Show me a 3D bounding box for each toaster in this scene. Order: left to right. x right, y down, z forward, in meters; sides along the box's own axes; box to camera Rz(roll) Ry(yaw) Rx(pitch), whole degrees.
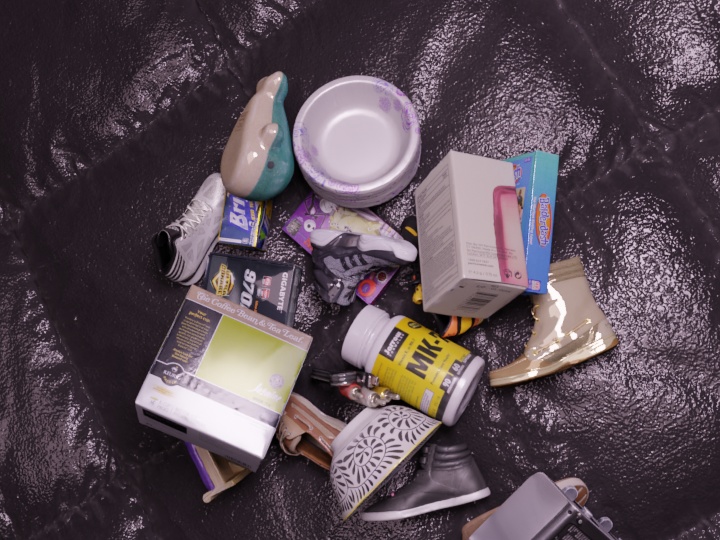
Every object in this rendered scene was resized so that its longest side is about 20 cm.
[{"bbox_3d":[0.263,0.408,1.219,0.181,0.119,0.200,41,96,-20],"label":"toaster"}]

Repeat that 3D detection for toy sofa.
[{"bbox_3d":[-0.264,0.265,1.417,0.097,0.083,0.201,-29,87,18],"label":"toy sofa"}]

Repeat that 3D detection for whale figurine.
[{"bbox_3d":[-0.145,-0.204,1.384,0.103,0.159,0.202,19,82,-26],"label":"whale figurine"}]

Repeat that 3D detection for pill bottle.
[{"bbox_3d":[0.078,0.140,1.343,0.199,0.114,0.115,27,91,16],"label":"pill bottle"}]

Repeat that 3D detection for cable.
[{"bbox_3d":[-0.033,0.175,1.335,0.199,0.096,0.051,-5,77,55],"label":"cable"}]

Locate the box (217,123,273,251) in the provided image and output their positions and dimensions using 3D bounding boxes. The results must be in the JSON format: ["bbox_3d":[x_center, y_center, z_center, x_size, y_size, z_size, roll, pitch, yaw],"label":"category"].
[{"bbox_3d":[-0.182,-0.137,1.472,0.069,0.064,0.202,7,85,12],"label":"box"}]

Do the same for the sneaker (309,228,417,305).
[{"bbox_3d":[0.000,0.000,1.364,0.199,0.075,0.115,9,94,39],"label":"sneaker"}]

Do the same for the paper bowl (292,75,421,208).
[{"bbox_3d":[-0.003,-0.196,1.399,0.198,0.104,0.203,-2,72,7],"label":"paper bowl"}]

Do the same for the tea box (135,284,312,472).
[{"bbox_3d":[-0.201,0.162,1.314,0.198,0.134,0.198,24,67,-2],"label":"tea box"}]

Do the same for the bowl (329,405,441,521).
[{"bbox_3d":[0.017,0.262,1.298,0.094,0.201,0.201,44,96,13],"label":"bowl"}]

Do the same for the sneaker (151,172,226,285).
[{"bbox_3d":[-0.276,-0.075,1.465,0.075,0.115,0.202,22,89,17],"label":"sneaker"}]

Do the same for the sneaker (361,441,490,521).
[{"bbox_3d":[0.089,0.318,1.345,0.198,0.071,0.100,-17,77,7],"label":"sneaker"}]

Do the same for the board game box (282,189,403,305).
[{"bbox_3d":[-0.019,-0.051,1.439,0.200,0.032,0.120,40,99,16],"label":"board game box"}]

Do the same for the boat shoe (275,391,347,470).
[{"bbox_3d":[-0.098,0.249,1.387,0.198,0.072,0.076,22,130,17],"label":"boat shoe"}]

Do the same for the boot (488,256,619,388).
[{"bbox_3d":[0.264,0.079,1.320,0.198,0.073,0.157,-23,78,10],"label":"boot"}]

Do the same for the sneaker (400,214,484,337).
[{"bbox_3d":[0.106,0.008,1.341,0.089,0.070,0.201,-25,77,-31],"label":"sneaker"}]

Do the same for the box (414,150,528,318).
[{"bbox_3d":[0.156,-0.048,1.273,0.108,0.128,0.202,8,64,-21],"label":"box"}]

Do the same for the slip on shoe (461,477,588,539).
[{"bbox_3d":[0.239,0.358,1.301,0.199,0.076,0.061,-35,33,1],"label":"slip on shoe"}]

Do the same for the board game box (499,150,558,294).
[{"bbox_3d":[0.225,-0.065,1.313,0.045,0.152,0.203,8,85,-23],"label":"board game box"}]

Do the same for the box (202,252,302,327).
[{"bbox_3d":[-0.188,0.080,1.458,0.157,0.046,0.202,9,86,16],"label":"box"}]
